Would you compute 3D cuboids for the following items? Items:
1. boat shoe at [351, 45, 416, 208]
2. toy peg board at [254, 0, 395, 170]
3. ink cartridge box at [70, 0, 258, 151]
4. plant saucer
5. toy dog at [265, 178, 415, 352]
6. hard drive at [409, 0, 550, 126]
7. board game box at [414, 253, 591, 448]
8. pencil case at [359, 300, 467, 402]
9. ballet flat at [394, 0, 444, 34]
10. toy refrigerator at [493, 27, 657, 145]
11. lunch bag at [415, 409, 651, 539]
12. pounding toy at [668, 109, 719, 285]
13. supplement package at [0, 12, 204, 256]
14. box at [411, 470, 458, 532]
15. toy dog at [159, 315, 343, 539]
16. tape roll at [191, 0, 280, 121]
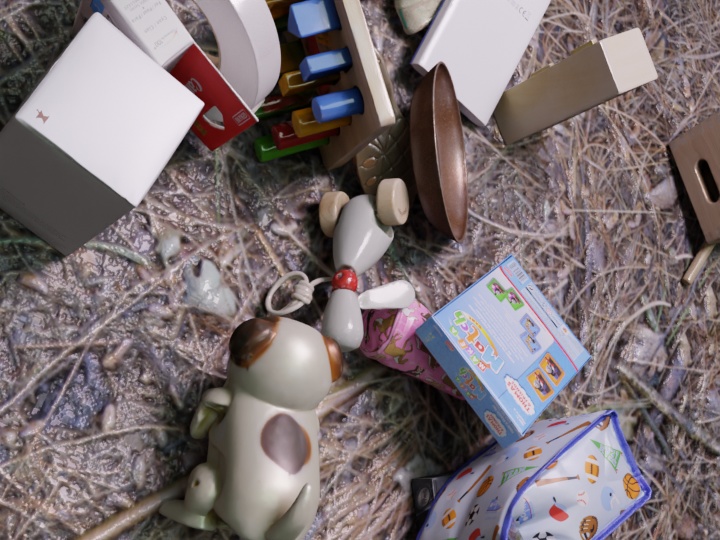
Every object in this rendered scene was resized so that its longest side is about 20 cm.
[{"bbox_3d":[0.014,-0.158,1.123,0.071,0.068,0.203,-19,109,-7],"label":"boat shoe"},{"bbox_3d":[-0.066,-0.209,1.021,0.096,0.199,0.203,-17,89,-18],"label":"toy peg board"},{"bbox_3d":[-0.186,-0.180,0.922,0.045,0.200,0.177,-41,102,-16],"label":"ink cartridge box"},{"bbox_3d":[0.087,-0.130,1.135,0.200,0.036,0.204,-6,90,-76],"label":"plant saucer"},{"bbox_3d":[0.000,0.000,1.069,0.202,0.130,0.097,-61,142,-19],"label":"toy dog"},{"bbox_3d":[0.152,-0.298,1.222,0.131,0.025,0.202,34,81,-36],"label":"hard drive"},{"bbox_3d":[0.160,0.081,1.097,0.152,0.037,0.199,53,37,5],"label":"board game box"},{"bbox_3d":[0.091,0.089,1.116,0.198,0.086,0.084,26,85,-27],"label":"pencil case"},{"bbox_3d":[0.121,-0.341,1.247,0.198,0.067,0.063,-26,114,-28],"label":"ballet flat"},{"bbox_3d":[0.250,-0.221,1.212,0.075,0.199,0.071,-23,92,-33],"label":"toy refrigerator"},{"bbox_3d":[0.167,0.243,1.028,0.198,0.169,0.125,-27,89,-34],"label":"lunch bag"},{"bbox_3d":[0.530,-0.105,1.425,0.182,0.142,0.203,-6,73,-34],"label":"pounding toy"},{"bbox_3d":[-0.243,-0.109,0.872,0.117,0.199,0.118,39,63,-19],"label":"supplement package"},{"bbox_3d":[0.157,0.301,1.135,0.197,0.043,0.163,-1,80,-32],"label":"box"},{"bbox_3d":[-0.091,0.142,0.929,0.137,0.194,0.203,14,78,-16],"label":"toy dog"},{"bbox_3d":[-0.161,-0.234,0.952,0.203,0.202,0.037,50,58,-13],"label":"tape roll"}]
